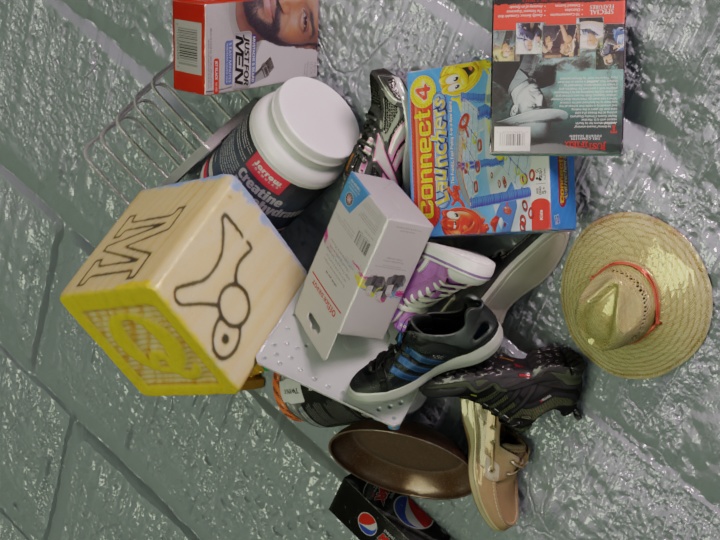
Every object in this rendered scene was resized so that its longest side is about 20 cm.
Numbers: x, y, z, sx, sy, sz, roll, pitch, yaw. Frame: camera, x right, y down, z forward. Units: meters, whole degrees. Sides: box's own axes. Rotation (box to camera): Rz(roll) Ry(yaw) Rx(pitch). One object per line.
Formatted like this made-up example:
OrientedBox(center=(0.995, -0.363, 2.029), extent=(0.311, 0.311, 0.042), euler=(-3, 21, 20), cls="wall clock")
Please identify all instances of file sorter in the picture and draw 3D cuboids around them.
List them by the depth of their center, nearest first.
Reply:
OrientedBox(center=(-0.264, -0.192, 1.751), extent=(0.125, 0.139, 0.200), euler=(47, 132, -9), cls="file sorter")

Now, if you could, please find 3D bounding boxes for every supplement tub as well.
OrientedBox(center=(-0.106, -0.142, 1.655), extent=(0.200, 0.140, 0.141), euler=(-41, 77, 41), cls="supplement tub")
OrientedBox(center=(-0.015, 0.141, 1.681), extent=(0.199, 0.122, 0.123), euler=(-15, 94, 41), cls="supplement tub")

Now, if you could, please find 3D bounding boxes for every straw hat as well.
OrientedBox(center=(0.284, 0.042, 1.417), extent=(0.200, 0.085, 0.203), euler=(14, 113, 37), cls="straw hat")

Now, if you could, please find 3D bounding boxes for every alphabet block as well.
OrientedBox(center=(-0.219, 0.022, 1.613), extent=(0.196, 0.201, 0.196), euler=(-8, 129, 42), cls="alphabet block")

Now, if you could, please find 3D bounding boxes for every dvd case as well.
OrientedBox(center=(0.212, -0.224, 1.369), extent=(0.145, 0.022, 0.202), euler=(1, 90, 16), cls="dvd case")

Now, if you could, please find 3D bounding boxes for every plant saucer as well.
OrientedBox(center=(0.058, 0.238, 1.647), extent=(0.199, 0.037, 0.201), euler=(13, 151, 7), cls="plant saucer")

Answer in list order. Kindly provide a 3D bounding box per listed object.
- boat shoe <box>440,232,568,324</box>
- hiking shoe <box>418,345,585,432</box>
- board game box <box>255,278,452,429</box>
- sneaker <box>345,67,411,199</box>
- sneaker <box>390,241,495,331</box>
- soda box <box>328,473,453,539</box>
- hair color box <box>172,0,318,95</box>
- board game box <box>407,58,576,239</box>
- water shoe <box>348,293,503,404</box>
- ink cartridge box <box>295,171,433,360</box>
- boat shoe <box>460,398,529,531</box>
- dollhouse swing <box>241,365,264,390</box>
OrientedBox(center=(0.166, 0.011, 1.513), extent=(0.200, 0.074, 0.060), euler=(-53, 49, 25), cls="boat shoe")
OrientedBox(center=(0.167, 0.150, 1.509), extent=(0.198, 0.076, 0.101), euler=(-3, 110, 3), cls="hiking shoe")
OrientedBox(center=(0.003, 0.079, 1.580), extent=(0.199, 0.201, 0.026), euler=(23, 150, 17), cls="board game box")
OrientedBox(center=(0.023, -0.143, 1.560), extent=(0.080, 0.086, 0.202), euler=(-149, 50, -71), cls="sneaker")
OrientedBox(center=(0.085, 0.024, 1.508), extent=(0.200, 0.072, 0.115), euler=(13, 92, 61), cls="sneaker")
OrientedBox(center=(0.053, 0.357, 1.732), extent=(0.200, 0.063, 0.071), euler=(41, 126, 23), cls="soda box")
OrientedBox(center=(-0.140, -0.288, 1.595), extent=(0.064, 0.199, 0.112), euler=(16, 114, 36), cls="hair color box")
OrientedBox(center=(0.148, -0.140, 1.466), extent=(0.195, 0.056, 0.202), euler=(-3, 89, 41), cls="board game box")
OrientedBox(center=(0.065, 0.085, 1.477), extent=(0.199, 0.072, 0.079), euler=(-25, 120, 14), cls="water shoe")
OrientedBox(center=(0.000, 0.000, 1.523), extent=(0.115, 0.067, 0.201), euler=(55, 128, 49), cls="ink cartridge box")
OrientedBox(center=(0.173, 0.228, 1.582), extent=(0.064, 0.071, 0.202), euler=(-6, 101, 33), cls="boat shoe")
OrientedBox(center=(-0.237, 0.072, 1.813), extent=(0.181, 0.175, 0.201), euler=(29, 120, 30), cls="dollhouse swing")
